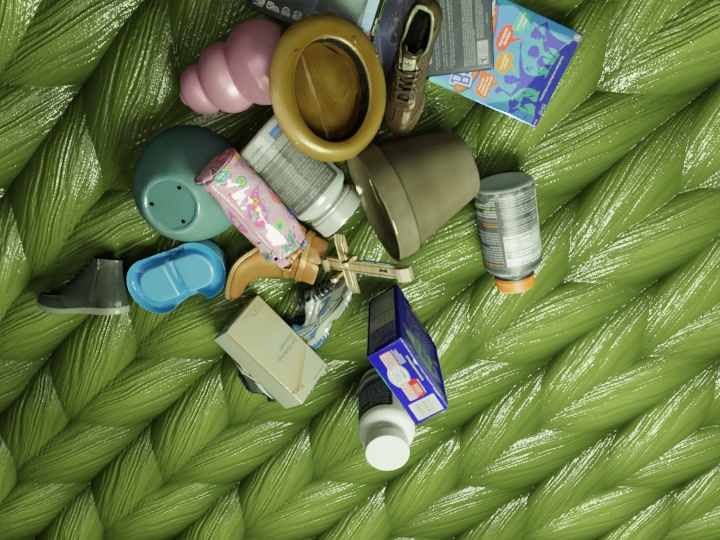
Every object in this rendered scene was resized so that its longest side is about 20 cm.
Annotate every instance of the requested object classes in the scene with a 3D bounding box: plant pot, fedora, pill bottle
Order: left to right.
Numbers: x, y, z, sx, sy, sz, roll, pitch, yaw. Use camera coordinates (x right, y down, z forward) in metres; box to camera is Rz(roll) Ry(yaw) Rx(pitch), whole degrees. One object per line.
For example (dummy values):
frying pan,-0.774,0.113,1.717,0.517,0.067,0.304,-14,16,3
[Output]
plant pot,-0.299,-0.131,0.915,0.197,0.135,0.202,0,114,0
pill bottle,-0.100,-0.158,0.912,0.114,0.114,0.200,-41,107,17
fedora,-0.056,-0.263,0.795,0.199,0.082,0.203,-7,105,-27
pill bottle,0.050,0.289,1.064,0.110,0.200,0.112,0,114,1
plant pot,0.094,-0.141,0.890,0.172,0.200,0.202,-26,113,-5
pill bottle,0.263,-0.062,0.955,0.105,0.106,0.202,-11,114,6

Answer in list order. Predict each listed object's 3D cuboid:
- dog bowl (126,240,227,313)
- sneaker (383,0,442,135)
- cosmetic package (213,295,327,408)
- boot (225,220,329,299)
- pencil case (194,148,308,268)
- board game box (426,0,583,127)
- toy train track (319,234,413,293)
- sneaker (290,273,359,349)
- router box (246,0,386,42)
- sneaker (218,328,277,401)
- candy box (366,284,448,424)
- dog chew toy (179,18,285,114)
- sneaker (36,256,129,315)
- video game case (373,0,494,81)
dog bowl,-0.339,0.007,1.019,0.198,0.050,0.112,-18,110,13
sneaker,0.069,-0.303,0.811,0.070,0.076,0.202,17,113,12
cosmetic package,-0.171,0.159,1.044,0.200,0.104,0.073,46,141,-13
boot,-0.158,-0.005,1.007,0.153,0.074,0.201,23,115,-14
pencil case,-0.173,-0.098,0.874,0.087,0.088,0.200,-30,122,13
board game box,0.225,-0.341,0.862,0.198,0.045,0.153,20,113,-7
toy train track,0.000,0.000,0.914,0.198,0.032,0.116,7,123,41
sneaker,-0.071,0.059,1.033,0.085,0.077,0.201,30,111,-8
router box,-0.055,-0.432,0.801,0.198,0.062,0.151,21,113,1
sneaker,-0.223,0.202,1.102,0.200,0.067,0.090,43,116,-14
candy box,0.083,0.149,1.001,0.077,0.200,0.170,-29,110,15
dog chew toy,-0.196,-0.308,0.848,0.198,0.125,0.126,-16,114,17
sneaker,-0.529,0.026,1.032,0.197,0.075,0.108,1,94,14
video game case,0.101,-0.372,0.828,0.198,0.019,0.145,0,108,19
